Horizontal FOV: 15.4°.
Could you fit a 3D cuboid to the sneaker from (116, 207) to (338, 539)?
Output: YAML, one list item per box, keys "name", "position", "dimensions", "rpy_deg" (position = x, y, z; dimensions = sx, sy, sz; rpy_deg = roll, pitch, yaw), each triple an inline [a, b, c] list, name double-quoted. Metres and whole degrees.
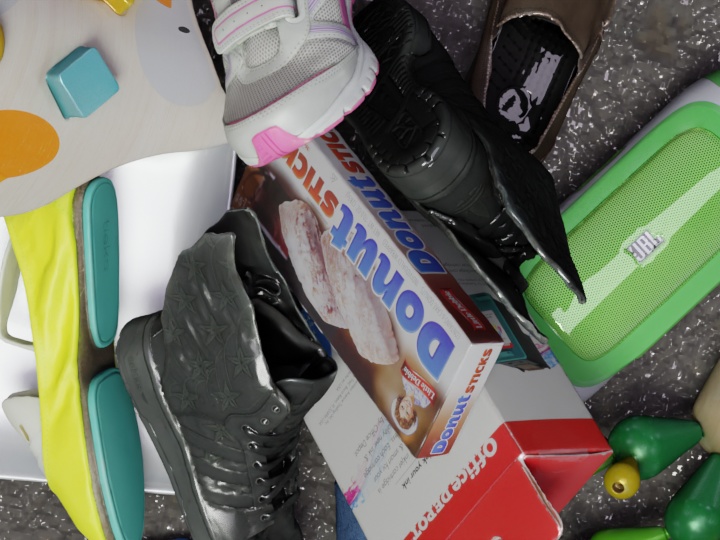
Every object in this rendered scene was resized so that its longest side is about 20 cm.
- name: "sneaker"
  position: [-0.052, 0.072, 1.332]
  dimensions: [0.104, 0.060, 0.201]
  rpy_deg: [-18, 106, 33]

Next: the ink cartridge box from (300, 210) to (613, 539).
- name: "ink cartridge box"
  position: [0.046, 0.081, 1.328]
  dimensions: [0.067, 0.200, 0.116]
  rpy_deg: [0, 139, -41]

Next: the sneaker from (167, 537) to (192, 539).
- name: "sneaker"
  position: [-0.115, 0.195, 1.406]
  dimensions: [0.198, 0.071, 0.083]
  rpy_deg: [-10, 121, -8]

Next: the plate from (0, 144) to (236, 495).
- name: "plate"
  position: [-0.171, 0.010, 1.392]
  dimensions: [0.199, 0.032, 0.201]
  rpy_deg: [4, 96, -6]

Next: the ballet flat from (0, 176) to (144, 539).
- name: "ballet flat"
  position: [-0.151, 0.047, 1.357]
  dimensions: [0.067, 0.067, 0.201]
  rpy_deg: [-4, 94, 16]

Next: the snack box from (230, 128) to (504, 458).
- name: "snack box"
  position: [0.000, 0.000, 1.310]
  dimensions: [0.024, 0.200, 0.072]
  rpy_deg: [0, 128, -37]

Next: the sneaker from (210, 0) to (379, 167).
- name: "sneaker"
  position: [-0.045, -0.133, 1.310]
  dimensions: [0.081, 0.201, 0.088]
  rpy_deg: [-27, 127, 25]

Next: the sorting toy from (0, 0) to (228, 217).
- name: "sorting toy"
  position: [-0.136, -0.132, 1.330]
  dimensions: [0.179, 0.107, 0.201]
  rpy_deg: [4, 63, -31]

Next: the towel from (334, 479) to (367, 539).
- name: "towel"
  position: [0.047, 0.199, 1.423]
  dimensions: [0.111, 0.049, 0.201]
  rpy_deg: [-6, 97, 0]

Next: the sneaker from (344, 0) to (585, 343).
- name: "sneaker"
  position: [0.047, -0.055, 1.314]
  dimensions: [0.060, 0.200, 0.104]
  rpy_deg: [-42, 120, 13]

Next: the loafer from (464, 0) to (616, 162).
- name: "loafer"
  position: [0.103, -0.136, 1.386]
  dimensions: [0.073, 0.071, 0.201]
  rpy_deg: [15, 94, -7]

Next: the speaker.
- name: "speaker"
  position: [0.144, -0.013, 1.396]
  dimensions: [0.200, 0.088, 0.088]
  rpy_deg: [-43, 98, -1]

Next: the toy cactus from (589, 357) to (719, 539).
- name: "toy cactus"
  position: [0.187, 0.115, 1.422]
  dimensions: [0.199, 0.102, 0.166]
  rpy_deg: [24, 74, -5]
